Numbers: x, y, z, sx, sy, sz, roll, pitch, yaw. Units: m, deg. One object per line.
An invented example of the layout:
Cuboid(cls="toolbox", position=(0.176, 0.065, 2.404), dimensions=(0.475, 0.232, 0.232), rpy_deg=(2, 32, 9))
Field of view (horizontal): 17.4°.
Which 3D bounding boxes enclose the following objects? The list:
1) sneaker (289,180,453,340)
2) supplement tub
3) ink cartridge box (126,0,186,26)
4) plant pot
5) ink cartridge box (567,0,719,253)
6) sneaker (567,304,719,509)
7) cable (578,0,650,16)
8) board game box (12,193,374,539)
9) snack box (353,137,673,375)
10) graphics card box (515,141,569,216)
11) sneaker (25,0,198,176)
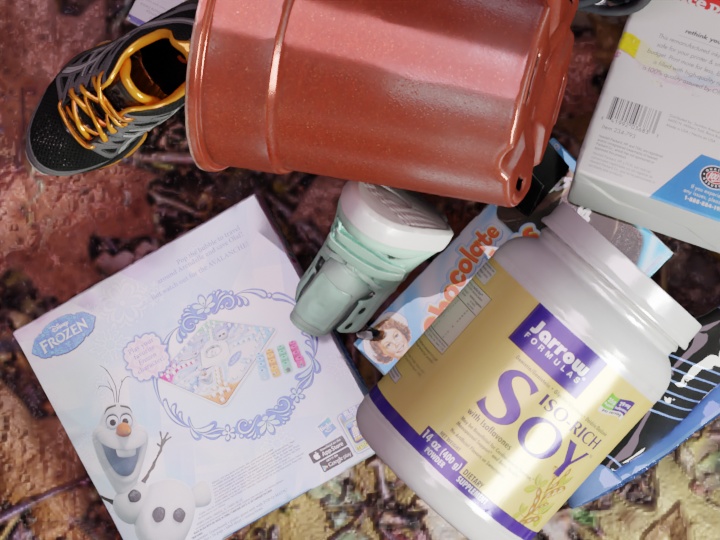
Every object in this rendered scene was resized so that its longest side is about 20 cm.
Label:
Cuboid(cls="sneaker", position=(0.000, 0.000, 1.535), dimensions=(0.074, 0.200, 0.118), rpy_deg=(38, 95, 6))
Cuboid(cls="supplement tub", position=(0.110, 0.070, 1.526), dimensions=(0.145, 0.145, 0.200), rpy_deg=(42, 94, 6))
Cuboid(cls="ink cartridge box", position=(-0.077, -0.242, 1.650), dimensions=(0.099, 0.039, 0.200), rpy_deg=(28, 90, 7))
Cuboid(cls="plant pot", position=(0.021, -0.133, 1.420), dimensions=(0.195, 0.201, 0.201), rpy_deg=(15, 90, 12))
Cuboid(cls="ink cartridge box", position=(0.226, -0.127, 1.581), dimensions=(0.116, 0.067, 0.200), rpy_deg=(20, 75, 6))
Cuboid(cls="sneaker", position=(0.205, 0.079, 1.595), dimensions=(0.200, 0.070, 0.078), rpy_deg=(-36, 81, -2))
Cuboid(cls="cable", position=(0.120, -0.216, 1.503), dimensions=(0.199, 0.163, 0.051), rpy_deg=(10, 64, -13))
Cuboid(cls="board game box", position=(-0.109, 0.082, 1.640), dimensions=(0.200, 0.043, 0.199), rpy_deg=(-29, 86, 5))
Cuboid(cls="snack box", position=(0.105, 0.020, 1.620), dimensions=(0.116, 0.037, 0.200), rpy_deg=(44, 94, 7))
Cuboid(cls="graphics card box", position=(0.043, -0.124, 1.569), dimensions=(0.200, 0.125, 0.051), rpy_deg=(42, 92, 20))
Cuboid(cls="sneaker", position=(-0.164, -0.125, 1.616), dimensions=(0.200, 0.077, 0.078), rpy_deg=(-35, 97, 28))
